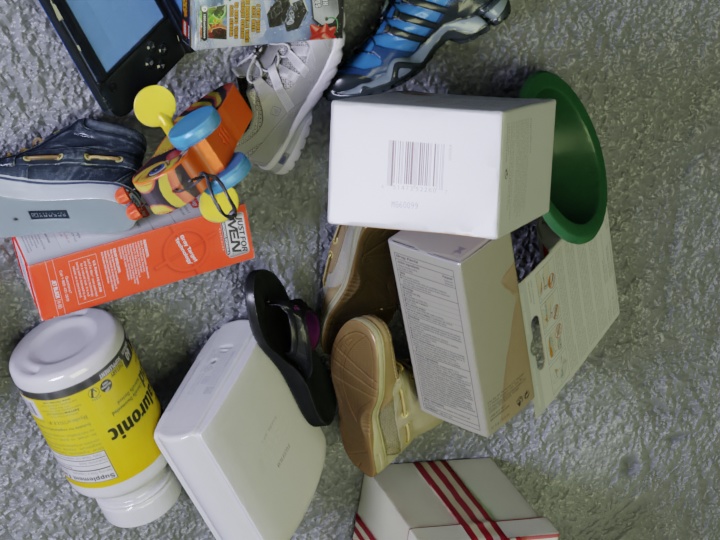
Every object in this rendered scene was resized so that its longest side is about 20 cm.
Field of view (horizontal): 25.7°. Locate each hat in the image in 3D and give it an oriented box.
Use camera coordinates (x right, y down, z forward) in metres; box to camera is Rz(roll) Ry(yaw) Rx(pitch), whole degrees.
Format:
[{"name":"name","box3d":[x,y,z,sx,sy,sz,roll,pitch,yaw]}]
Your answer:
[{"name":"hat","box3d":[0.124,-0.103,1.573,0.176,0.166,0.200,-14,124,34]}]

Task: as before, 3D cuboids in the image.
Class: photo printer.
[{"name":"photo printer","box3d":[-0.108,0.175,1.542,0.200,0.069,0.167,65,37,-32]}]

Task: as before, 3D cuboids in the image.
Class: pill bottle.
[{"name":"pill bottle","box3d":[-0.242,0.143,1.489,0.111,0.111,0.200,-27,123,-10]}]

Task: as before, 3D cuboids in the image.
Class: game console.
[{"name":"game console","box3d":[-0.169,-0.253,1.314,0.171,0.118,0.200,-53,130,-35]}]

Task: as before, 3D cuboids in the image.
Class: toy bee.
[{"name":"toy bee","box3d":[-0.157,-0.093,1.336,0.108,0.200,0.131,-24,95,16]}]

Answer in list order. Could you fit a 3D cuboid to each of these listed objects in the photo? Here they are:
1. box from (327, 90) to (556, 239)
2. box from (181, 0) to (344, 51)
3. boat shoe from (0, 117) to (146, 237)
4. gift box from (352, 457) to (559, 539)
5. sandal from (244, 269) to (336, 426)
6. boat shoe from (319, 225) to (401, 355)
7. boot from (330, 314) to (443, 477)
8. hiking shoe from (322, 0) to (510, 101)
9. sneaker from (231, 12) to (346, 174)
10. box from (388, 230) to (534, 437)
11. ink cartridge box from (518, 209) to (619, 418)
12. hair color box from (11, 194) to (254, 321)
[{"name":"box","box3d":[0.076,-0.097,1.380,0.152,0.200,0.107,5,100,19]},{"name":"box","box3d":[-0.080,-0.288,1.308,0.136,0.040,0.201,-7,115,-22]},{"name":"boat shoe","box3d":[-0.286,-0.083,1.387,0.199,0.091,0.071,3,145,3]},{"name":"gift box","box3d":[0.084,0.324,1.676,0.199,0.187,0.185,-6,116,-22]},{"name":"sandal","box3d":[-0.057,0.070,1.537,0.048,0.075,0.201,-10,132,21]},{"name":"boat shoe","box3d":[0.000,0.000,1.550,0.074,0.066,0.200,0,135,-24]},{"name":"boot","box3d":[0.052,0.100,1.594,0.155,0.073,0.200,-29,134,-27]},{"name":"hiking shoe","box3d":[0.038,-0.229,1.462,0.200,0.074,0.087,-33,107,-11]},{"name":"sneaker","box3d":[-0.073,-0.182,1.423,0.082,0.075,0.201,9,111,-28]},{"name":"box","box3d":[0.098,0.047,1.499,0.078,0.095,0.201,-35,129,-34]},{"name":"ink cartridge box","box3d":[0.197,0.029,1.604,0.200,0.050,0.163,-42,132,-41]},{"name":"hair color box","box3d":[-0.207,-0.028,1.425,0.199,0.102,0.061,-17,121,-14]}]
